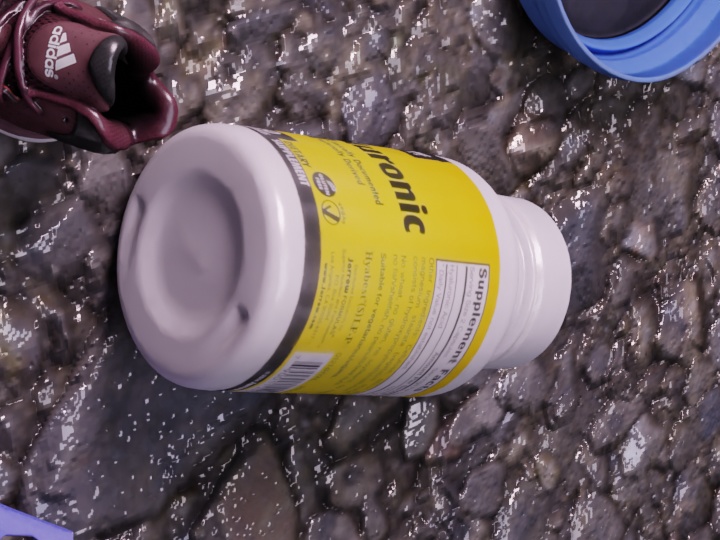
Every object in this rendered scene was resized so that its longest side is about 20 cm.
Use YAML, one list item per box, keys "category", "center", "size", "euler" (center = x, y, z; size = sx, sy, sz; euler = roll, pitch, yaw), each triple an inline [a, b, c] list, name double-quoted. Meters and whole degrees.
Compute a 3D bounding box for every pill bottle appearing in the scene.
- category: "pill bottle"
  center: [0.000, 0.000, 0.926]
  size: [0.199, 0.111, 0.112]
  euler: [6, 100, -45]

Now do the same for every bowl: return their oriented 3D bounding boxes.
- category: "bowl"
  center: [0.144, -0.196, 1.039]
  size: [0.200, 0.039, 0.203]
  euler: [-21, 120, -40]

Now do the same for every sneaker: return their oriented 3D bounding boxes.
- category: "sneaker"
  center: [-0.140, -0.098, 0.756]
  size: [0.199, 0.115, 0.076]
  euler: [25, 86, -45]

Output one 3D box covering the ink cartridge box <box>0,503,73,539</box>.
- category: "ink cartridge box"
  center: [-0.166, 0.201, 0.860]
  size: [0.136, 0.076, 0.201]
  euler: [29, 85, -45]
